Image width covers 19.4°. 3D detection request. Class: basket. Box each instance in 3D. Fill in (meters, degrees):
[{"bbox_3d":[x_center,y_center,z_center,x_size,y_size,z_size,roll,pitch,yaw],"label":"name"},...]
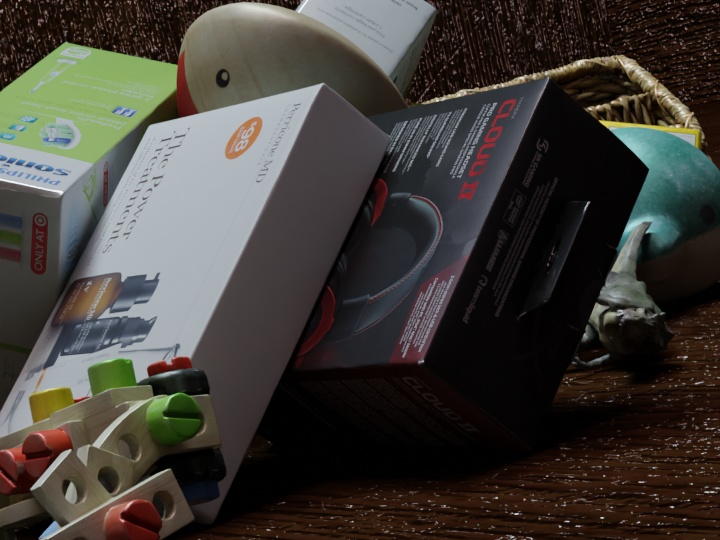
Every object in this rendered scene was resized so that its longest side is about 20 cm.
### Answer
[{"bbox_3d":[0.146,-0.070,1.493,0.199,0.149,0.143,-14,5,-18],"label":"basket"}]

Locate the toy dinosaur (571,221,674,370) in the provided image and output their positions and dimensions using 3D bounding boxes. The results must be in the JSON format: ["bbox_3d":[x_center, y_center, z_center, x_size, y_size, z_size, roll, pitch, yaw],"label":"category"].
[{"bbox_3d":[0.115,0.018,1.091,0.088,0.048,0.200,-11,16,8],"label":"toy dinosaur"}]

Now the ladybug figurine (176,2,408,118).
[{"bbox_3d":[-0.039,-0.069,1.117,0.135,0.072,0.200,20,-19,14],"label":"ladybug figurine"}]

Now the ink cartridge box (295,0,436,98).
[{"bbox_3d":[-0.041,-0.089,1.419,0.200,0.084,0.146,-58,-6,-32],"label":"ink cartridge box"}]

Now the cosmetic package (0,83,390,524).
[{"bbox_3d":[-0.083,0.017,0.968,0.151,0.052,0.200,-6,53,51],"label":"cosmetic package"}]

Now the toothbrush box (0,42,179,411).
[{"bbox_3d":[-0.160,-0.018,1.116,0.086,0.146,0.200,13,25,12],"label":"toothbrush box"}]

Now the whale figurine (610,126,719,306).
[{"bbox_3d":[0.128,-0.021,1.241,0.200,0.104,0.159,-19,7,-26],"label":"whale figurine"}]

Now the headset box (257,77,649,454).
[{"bbox_3d":[0.030,0.002,0.949,0.200,0.075,0.149,-6,52,53],"label":"headset box"}]

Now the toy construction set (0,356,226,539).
[{"bbox_3d":[-0.128,0.081,0.804,0.131,0.092,0.200,-2,0,-44],"label":"toy construction set"}]

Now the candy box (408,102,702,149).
[{"bbox_3d":[0.124,-0.057,1.404,0.199,0.102,0.026,6,-30,7],"label":"candy box"}]
